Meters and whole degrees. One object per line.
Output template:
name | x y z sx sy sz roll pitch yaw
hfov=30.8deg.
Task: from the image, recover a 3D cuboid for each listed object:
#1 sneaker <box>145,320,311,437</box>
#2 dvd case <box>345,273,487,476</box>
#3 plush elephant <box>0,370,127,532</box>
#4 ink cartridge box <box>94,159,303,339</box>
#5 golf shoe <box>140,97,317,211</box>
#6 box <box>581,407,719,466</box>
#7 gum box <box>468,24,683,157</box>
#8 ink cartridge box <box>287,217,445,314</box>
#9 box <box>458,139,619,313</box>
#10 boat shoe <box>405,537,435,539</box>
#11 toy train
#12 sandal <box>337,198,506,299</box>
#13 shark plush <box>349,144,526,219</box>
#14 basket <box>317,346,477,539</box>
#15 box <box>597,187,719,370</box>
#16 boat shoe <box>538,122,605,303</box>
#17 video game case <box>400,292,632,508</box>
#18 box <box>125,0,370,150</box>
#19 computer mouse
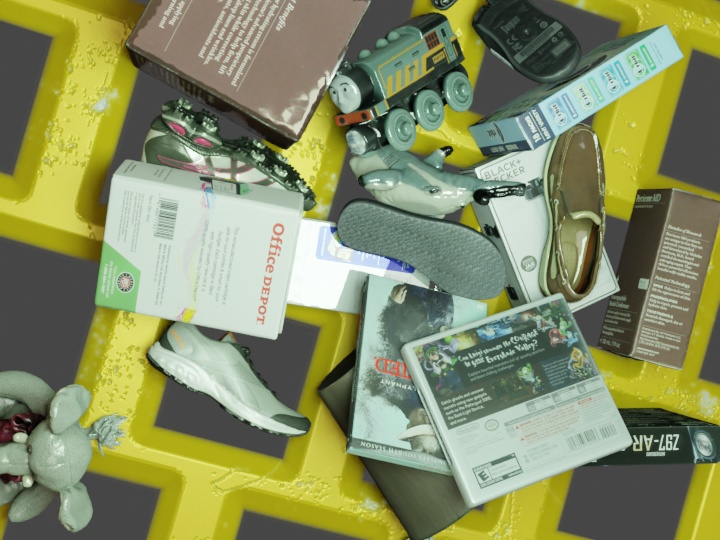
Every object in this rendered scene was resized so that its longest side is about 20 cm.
sneaker | -0.135 0.120 1.443 0.200 0.074 0.079 34 80 -11
dvd case | 0.063 0.111 1.393 0.145 0.022 0.201 15 64 -16
plush elephant | -0.338 0.187 1.356 0.199 0.155 0.165 -6 94 -12
ink cartridge box | -0.168 -0.023 1.388 0.199 0.084 0.145 11 107 -2
golf shoe | -0.144 -0.108 1.440 0.200 0.077 0.088 29 107 -10
box | 0.284 0.187 1.491 0.199 0.160 0.044 1 91 -13
gum box | 0.235 -0.197 1.459 0.200 0.170 0.045 -33 99 -9
ink cartridge box | 0.000 0.000 1.483 0.199 0.039 0.100 10 90 -11
box | 0.206 -0.047 1.515 0.116 0.060 0.201 -23 97 -11
boat shoe | -0.002 0.357 1.485 0.200 0.072 0.066 -37 104 0
toy train | 0.043 -0.202 1.434 0.200 0.085 0.114 -37 111 -38
sandal | 0.073 -0.032 1.453 0.200 0.043 0.076 24 106 -2
shark plush | 0.080 -0.109 1.449 0.199 0.091 0.084 3 64 23
basket | 0.057 0.172 1.457 0.180 0.136 0.200 -40 95 18
box | 0.349 0.008 1.529 0.075 0.100 0.201 16 88 -13
boat shoe | 0.246 -0.064 1.454 0.074 0.075 0.203 1 91 -14
video game case | 0.165 0.133 1.384 0.199 0.023 0.182 -17 72 -20
box | -0.120 -0.248 1.374 0.200 0.164 0.166 29 87 -8
computer mouse | 0.191 -0.294 1.478 0.140 0.046 0.200 -45 64 -6
